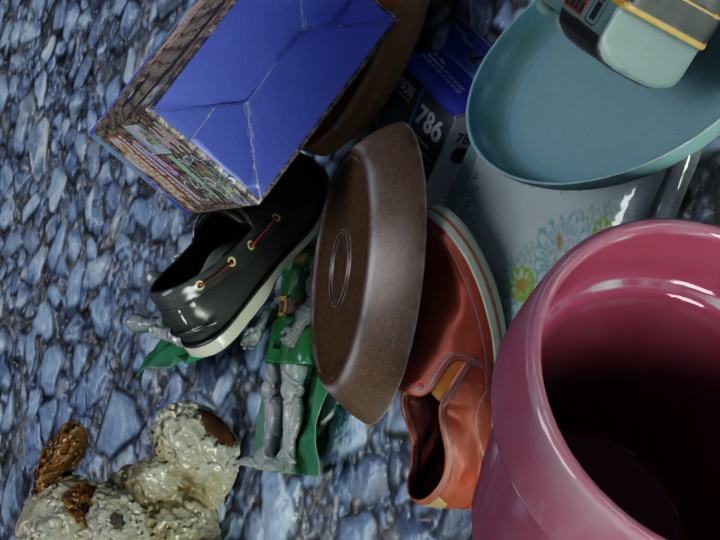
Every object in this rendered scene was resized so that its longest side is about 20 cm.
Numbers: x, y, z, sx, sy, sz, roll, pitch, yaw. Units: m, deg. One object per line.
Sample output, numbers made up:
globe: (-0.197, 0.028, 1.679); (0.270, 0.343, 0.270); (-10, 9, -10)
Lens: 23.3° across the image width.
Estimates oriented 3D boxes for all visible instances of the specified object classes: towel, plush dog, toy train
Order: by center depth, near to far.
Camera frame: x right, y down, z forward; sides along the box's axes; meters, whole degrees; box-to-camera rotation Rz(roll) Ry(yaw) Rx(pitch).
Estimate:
toy train: (0.143, -0.182, 0.974); (0.114, 0.085, 0.200); (-59, 31, 14)
towel: (0.124, -0.047, 1.082); (0.171, 0.048, 0.200); (41, 116, 54)
plush dog: (-0.191, 0.212, 1.378); (0.160, 0.171, 0.200); (-38, 53, 47)

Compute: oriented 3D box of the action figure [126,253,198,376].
action figure: (-0.134, 0.029, 1.388); (0.200, 0.055, 0.118); (-4, 64, 66)

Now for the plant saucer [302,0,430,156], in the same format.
plant saucer: (0.005, -0.176, 1.268); (0.200, 0.032, 0.201); (-55, 22, 36)

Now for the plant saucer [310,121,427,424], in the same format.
plant saucer: (0.000, 0.000, 1.147); (0.200, 0.034, 0.201); (-174, 90, -77)

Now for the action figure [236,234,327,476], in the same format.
action figure: (-0.051, 0.053, 1.321); (0.118, 0.055, 0.200); (-6, 73, 59)

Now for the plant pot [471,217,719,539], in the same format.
plant pot: (0.146, 0.101, 0.899); (0.179, 0.200, 0.200); (119, 145, -53)

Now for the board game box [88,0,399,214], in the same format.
board game box: (-0.086, -0.132, 1.208); (0.160, 0.097, 0.200); (-54, 15, -12)

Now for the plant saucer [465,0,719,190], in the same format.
plant saucer: (0.154, -0.116, 0.993); (0.200, 0.027, 0.200); (-22, 39, 19)

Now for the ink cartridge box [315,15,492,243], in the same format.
ink cartridge box: (0.037, -0.076, 1.230); (0.099, 0.039, 0.200); (51, 123, 50)

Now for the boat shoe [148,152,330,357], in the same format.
boat shoe: (-0.084, -0.026, 1.275); (0.074, 0.063, 0.201); (-11, 33, 41)

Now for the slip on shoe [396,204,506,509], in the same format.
slip on shoe: (0.052, 0.059, 1.100); (0.074, 0.061, 0.200); (22, 118, 61)
